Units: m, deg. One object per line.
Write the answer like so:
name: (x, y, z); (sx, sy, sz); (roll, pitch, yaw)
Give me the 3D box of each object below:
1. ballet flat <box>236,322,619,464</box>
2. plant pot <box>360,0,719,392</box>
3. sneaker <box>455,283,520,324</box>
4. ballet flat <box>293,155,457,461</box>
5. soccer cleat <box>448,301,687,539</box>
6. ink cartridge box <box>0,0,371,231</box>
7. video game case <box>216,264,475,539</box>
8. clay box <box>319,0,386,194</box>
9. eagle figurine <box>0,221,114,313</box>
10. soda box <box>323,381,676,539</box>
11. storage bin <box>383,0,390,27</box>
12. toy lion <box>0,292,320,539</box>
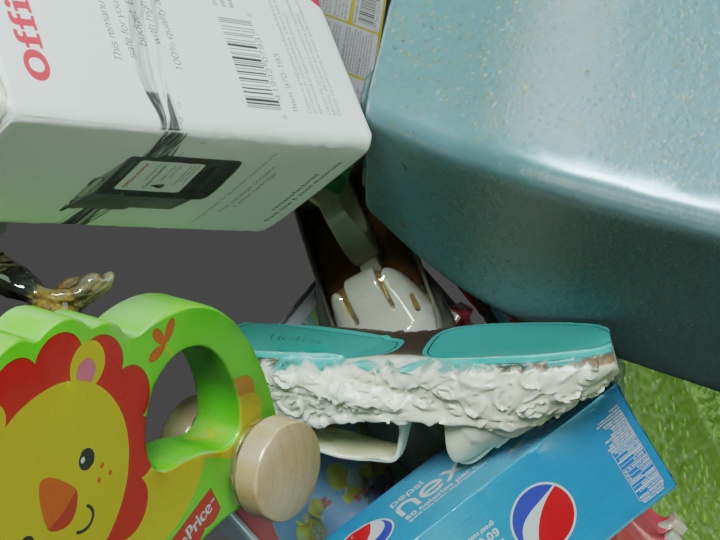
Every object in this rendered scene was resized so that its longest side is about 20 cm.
ballet flat: (0.027, 0.057, 1.043); (0.072, 0.199, 0.072); (1, 90, -69)
plant pot: (0.106, -0.080, 1.019); (0.199, 0.196, 0.197); (12, 69, 6)
sneaker: (0.104, -0.018, 1.167); (0.079, 0.095, 0.200); (54, 17, 23)
ballet flat: (0.000, 0.000, 1.108); (0.064, 0.067, 0.201); (47, 21, -63)
soccer cleat: (0.080, 0.097, 1.141); (0.200, 0.076, 0.067); (45, 11, 3)
ink cartridge box: (-0.109, -0.099, 0.929); (0.199, 0.083, 0.146); (2, 61, -46)
video game case: (0.003, 0.084, 1.135); (0.143, 0.017, 0.200); (49, 50, -11)
clay box: (-0.091, -0.116, 1.082); (0.199, 0.048, 0.115); (17, 41, -7)
eagle figurine: (-0.207, -0.009, 0.923); (0.199, 0.151, 0.152); (29, 53, -23)
soda box: (0.046, 0.129, 1.051); (0.200, 0.068, 0.064); (-36, 107, -12)
storage bin: (0.039, -0.148, 1.201); (0.200, 0.145, 0.134); (47, 22, -11)
toy lion: (-0.115, 0.085, 0.940); (0.200, 0.068, 0.192); (-52, 139, -32)
